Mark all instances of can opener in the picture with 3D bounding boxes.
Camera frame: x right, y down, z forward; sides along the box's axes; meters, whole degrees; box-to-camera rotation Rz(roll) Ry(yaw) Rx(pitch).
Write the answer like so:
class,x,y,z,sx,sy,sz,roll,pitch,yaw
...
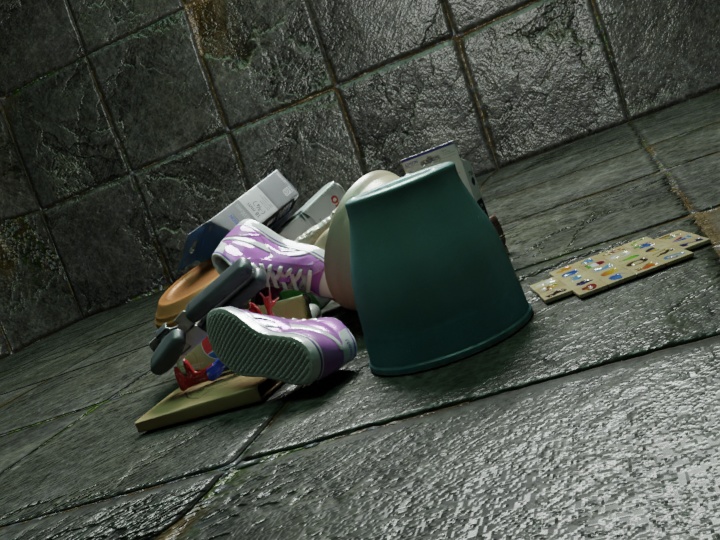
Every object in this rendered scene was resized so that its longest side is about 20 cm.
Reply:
class,x,y,z,sx,sy,sz,roll,pitch,yaw
can opener,-0.203,0.068,1.113,0.199,0.053,0.068,-39,35,22

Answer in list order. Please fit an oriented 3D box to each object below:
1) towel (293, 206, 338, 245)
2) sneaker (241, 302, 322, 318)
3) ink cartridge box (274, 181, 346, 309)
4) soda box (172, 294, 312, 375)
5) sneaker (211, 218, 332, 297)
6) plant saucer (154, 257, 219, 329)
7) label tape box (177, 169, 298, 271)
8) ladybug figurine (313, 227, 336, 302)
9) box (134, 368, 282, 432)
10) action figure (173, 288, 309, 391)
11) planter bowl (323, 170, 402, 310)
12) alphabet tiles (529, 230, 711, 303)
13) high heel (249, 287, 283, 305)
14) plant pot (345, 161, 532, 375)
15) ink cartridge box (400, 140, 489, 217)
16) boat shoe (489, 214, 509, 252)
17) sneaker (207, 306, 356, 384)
class,x,y,z,sx,sy,sz,roll,pitch,yaw
towel,-0.018,-0.032,1.345,0.132,0.035,0.201,-38,-35,-4
sneaker,-0.147,0.079,1.299,0.197,0.094,0.075,-24,8,-33
ink cartridge box,-0.076,-0.030,1.450,0.200,0.147,0.083,-42,11,-12
soda box,-0.164,0.094,1.212,0.195,0.069,0.064,-14,-9,2
sneaker,-0.121,0.009,1.214,0.197,0.074,0.115,22,40,16
plant saucer,-0.237,0.022,1.312,0.197,0.038,0.201,-30,17,10
label tape box,-0.204,-0.061,1.421,0.199,0.063,0.145,-42,-6,-30
ladybug figurine,0.000,0.000,1.304,0.136,0.072,0.199,-45,-35,6
box,-0.177,0.154,1.122,0.196,0.022,0.163,-17,8,24
action figure,-0.158,0.083,1.132,0.195,0.101,0.065,-17,8,7
planter bowl,0.062,-0.025,1.181,0.133,0.205,0.199,18,30,35
alphabet tiles,0.300,-0.006,1.001,0.196,0.006,0.167,-21,8,3
high heel,-0.135,0.042,1.358,0.200,0.095,0.068,-45,34,29
plant pot,0.071,-0.011,0.959,0.196,0.192,0.200,-20,7,3
ink cartridge box,0.140,-0.090,1.293,0.098,0.204,0.039,-14,12,31
boat shoe,0.140,-0.030,1.382,0.196,0.072,0.070,-21,8,8
sneaker,-0.092,0.086,1.037,0.197,0.075,0.113,17,21,36
